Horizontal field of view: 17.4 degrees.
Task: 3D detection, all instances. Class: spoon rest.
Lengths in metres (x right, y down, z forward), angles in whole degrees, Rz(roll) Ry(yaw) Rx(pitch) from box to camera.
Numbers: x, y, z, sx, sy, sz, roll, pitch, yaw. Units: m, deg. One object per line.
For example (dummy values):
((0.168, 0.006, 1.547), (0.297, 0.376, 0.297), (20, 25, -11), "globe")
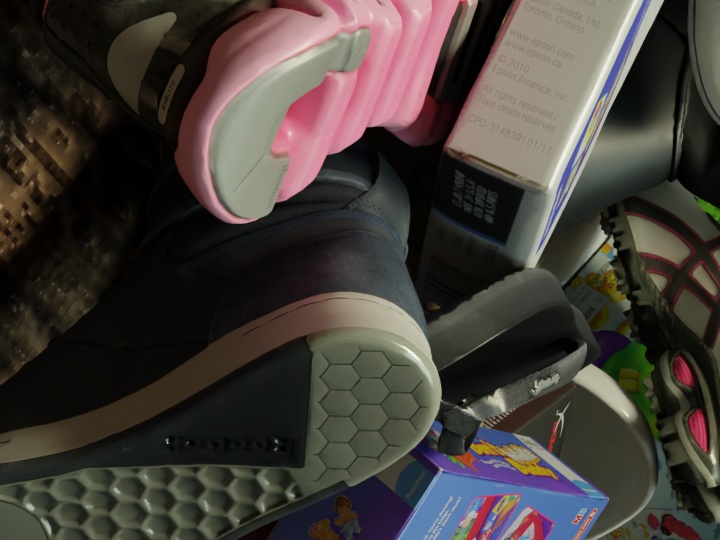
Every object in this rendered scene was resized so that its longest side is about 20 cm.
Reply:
((0.078, 0.101, 1.082), (0.061, 0.099, 0.200), (-55, 170, -31), "spoon rest")

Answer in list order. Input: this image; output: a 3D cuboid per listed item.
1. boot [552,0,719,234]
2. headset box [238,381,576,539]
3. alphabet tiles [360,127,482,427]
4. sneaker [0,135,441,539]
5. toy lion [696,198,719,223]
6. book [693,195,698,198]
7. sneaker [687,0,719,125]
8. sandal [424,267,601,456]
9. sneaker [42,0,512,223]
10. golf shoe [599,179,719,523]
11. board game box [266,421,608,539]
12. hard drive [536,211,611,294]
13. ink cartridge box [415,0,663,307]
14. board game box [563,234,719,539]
((0.145, -0.045, 0.999), (0.200, 0.168, 0.077), (-47, 155, -29), "boot")
((-0.008, 0.127, 0.986), (0.200, 0.075, 0.149), (-32, 144, -41), "headset box")
((0.000, 0.000, 0.856), (0.200, 0.008, 0.168), (16, 89, -52), "alphabet tiles")
((-0.072, 0.025, 0.729), (0.202, 0.146, 0.077), (-23, 128, 14), "sneaker")
((0.211, -0.037, 1.310), (0.200, 0.069, 0.192), (-67, 164, 15), "toy lion")
((0.225, -0.135, 1.139), (0.133, 0.048, 0.200), (-3, 115, -34), "book")
((0.170, -0.138, 0.904), (0.071, 0.073, 0.200), (-63, 165, -64), "sneaker")
((0.050, 0.036, 0.821), (0.076, 0.043, 0.200), (-28, 168, 16), "sandal")
((-0.020, -0.079, 0.695), (0.200, 0.095, 0.079), (-25, 140, -60), "sneaker")
((0.159, 0.015, 1.046), (0.088, 0.200, 0.077), (-17, 149, 7), "golf shoe")
((-0.004, 0.149, 0.884), (0.200, 0.045, 0.134), (-58, 148, 9), "board game box")
((0.083, 0.041, 1.160), (0.132, 0.025, 0.200), (-54, 158, -15), "hard drive")
((0.081, -0.093, 0.802), (0.198, 0.047, 0.200), (90, 25, -76), "ink cartridge box")
((0.176, 0.087, 1.115), (0.103, 0.200, 0.105), (-46, 155, -32), "board game box")
